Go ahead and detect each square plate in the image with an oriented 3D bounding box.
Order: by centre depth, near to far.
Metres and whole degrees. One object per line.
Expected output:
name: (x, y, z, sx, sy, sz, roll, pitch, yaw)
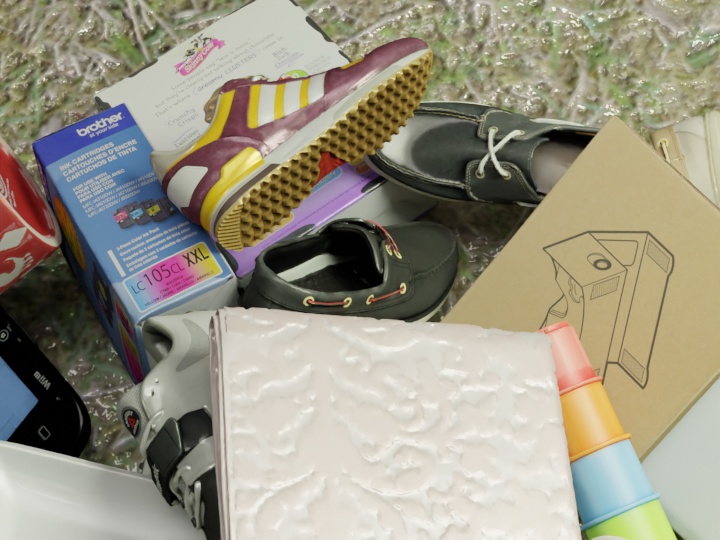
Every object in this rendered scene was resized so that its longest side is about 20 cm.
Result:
square plate: (-0.138, 0.203, 0.918, 0.197, 0.028, 0.201, 14, 53, -5)

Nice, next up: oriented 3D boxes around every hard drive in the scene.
hard drive: (0.233, 0.107, 1.033, 0.200, 0.027, 0.132, 43, 105, 28)

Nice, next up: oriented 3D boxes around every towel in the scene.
towel: (0.019, 0.109, 0.898, 0.199, 0.032, 0.192, 5, 56, -16)

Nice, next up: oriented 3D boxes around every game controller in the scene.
game controller: (-0.261, 0.078, 1.128, 0.200, 0.042, 0.105, 43, 106, 27)

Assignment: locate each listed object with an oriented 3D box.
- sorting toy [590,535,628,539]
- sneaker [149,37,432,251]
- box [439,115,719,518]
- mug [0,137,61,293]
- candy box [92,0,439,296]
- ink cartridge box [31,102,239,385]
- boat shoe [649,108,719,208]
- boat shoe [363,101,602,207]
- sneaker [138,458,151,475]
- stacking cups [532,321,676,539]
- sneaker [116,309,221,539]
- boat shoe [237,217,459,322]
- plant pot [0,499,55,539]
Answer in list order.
sorting toy: (0.172, 0.244, 0.926, 0.199, 0.107, 0.181, 7, 72, 11)
sneaker: (-0.042, -0.103, 1.072, 0.200, 0.075, 0.090, -38, 66, -24)
box: (0.153, 0.029, 1.061, 0.164, 0.021, 0.200, 47, 107, 25)
mug: (-0.317, -0.021, 1.095, 0.200, 0.133, 0.178, -34, 70, 6)
candy box: (-0.068, -0.088, 1.204, 0.167, 0.072, 0.200, -33, 61, -13)
ink cartridge box: (-0.154, -0.015, 1.130, 0.076, 0.137, 0.200, -24, 58, -15)
boat shoe: (0.226, -0.014, 1.127, 0.069, 0.074, 0.201, -8, 58, 20)
boat shoe: (0.100, -0.079, 1.120, 0.199, 0.068, 0.072, 11, 82, -1)
sneaker: (-0.055, 0.102, 1.083, 0.093, 0.070, 0.200, 31, 63, 29)
stacking cups: (0.145, 0.131, 1.011, 0.060, 0.061, 0.201, -24, 77, -8)
sneaker: (-0.095, 0.103, 0.945, 0.088, 0.074, 0.201, 5, 42, -11)
boat shoe: (0.002, 0.002, 1.098, 0.074, 0.063, 0.201, 38, 36, 28)
plant pot: (-0.229, 0.219, 0.996, 0.199, 0.141, 0.142, 27, 65, 16)
